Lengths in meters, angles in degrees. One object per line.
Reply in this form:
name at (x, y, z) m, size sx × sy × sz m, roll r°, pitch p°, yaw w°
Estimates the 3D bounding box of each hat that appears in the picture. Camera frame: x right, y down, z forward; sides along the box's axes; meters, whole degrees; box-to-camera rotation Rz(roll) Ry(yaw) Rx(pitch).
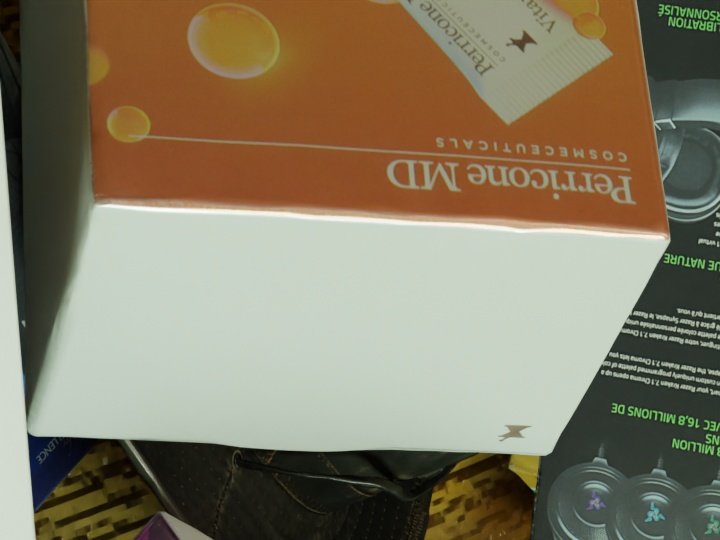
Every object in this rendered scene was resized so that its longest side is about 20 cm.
hat at (0.000, 0.000, 0.749) m, size 0.201 × 0.080 × 0.202 m, roll 41°, pitch 42°, yaw -50°

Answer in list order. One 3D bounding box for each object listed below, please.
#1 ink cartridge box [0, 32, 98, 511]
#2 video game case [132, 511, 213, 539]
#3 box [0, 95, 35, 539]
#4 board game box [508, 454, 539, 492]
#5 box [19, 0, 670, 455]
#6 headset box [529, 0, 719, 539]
ink cartridge box at (-0.116, -0.014, 0.686) m, size 0.100 × 0.039 × 0.201 m, roll -51°, pitch 126°, yaw -38°
video game case at (0.041, 0.155, 0.666) m, size 0.036 × 0.200 × 0.181 m, roll -49°, pitch 132°, yaw 5°
box at (-0.138, 0.022, 0.562) m, size 0.112 × 0.101 × 0.201 m, roll -36°, pitch 136°, yaw -44°
board game box at (0.095, -0.022, 0.865) m, size 0.153 × 0.040 × 0.201 m, roll 44°, pitch 58°, yaw -73°
box at (-0.012, -0.069, 0.662) m, size 0.124 × 0.098 × 0.201 m, roll 3°, pitch 58°, yaw -13°
headset box at (0.120, -0.008, 0.728) m, size 0.174 × 0.092 × 0.201 m, roll -9°, pitch 107°, yaw -66°
